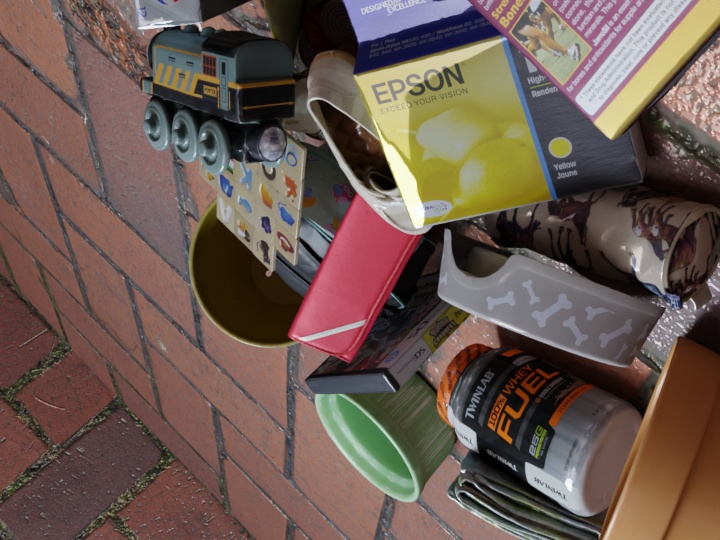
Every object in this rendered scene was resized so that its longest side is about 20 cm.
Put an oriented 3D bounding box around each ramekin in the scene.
[{"bbox_3d":[0.038,0.212,1.376,0.199,0.097,0.201,38,153,24],"label":"ramekin"}]

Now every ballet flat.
[{"bbox_3d":[-0.063,-0.156,0.919,0.199,0.074,0.069,22,119,53],"label":"ballet flat"}]

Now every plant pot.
[{"bbox_3d":[-0.100,-0.008,1.231,0.200,0.200,0.142,47,-179,5],"label":"plant pot"},{"bbox_3d":[0.293,0.173,0.819,0.138,0.201,0.201,21,146,16],"label":"plant pot"}]

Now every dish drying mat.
[{"bbox_3d":[0.000,0.000,0.965,0.076,0.018,0.202,24,117,-7],"label":"dish drying mat"}]

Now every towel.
[{"bbox_3d":[0.186,0.246,1.075,0.169,0.049,0.200,23,-173,11],"label":"towel"}]

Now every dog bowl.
[{"bbox_3d":[0.155,0.024,0.843,0.197,0.060,0.200,19,-176,-1],"label":"dog bowl"}]

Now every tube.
[{"bbox_3d":[-0.074,-0.277,0.948,0.051,0.059,0.201,24,152,6],"label":"tube"}]

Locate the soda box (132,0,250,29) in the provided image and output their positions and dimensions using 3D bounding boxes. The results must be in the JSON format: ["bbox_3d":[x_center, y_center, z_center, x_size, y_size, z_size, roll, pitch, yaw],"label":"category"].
[{"bbox_3d":[-0.148,-0.271,0.906,0.062,0.200,0.069,-2,110,10],"label":"soda box"}]

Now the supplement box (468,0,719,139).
[{"bbox_3d":[0.140,-0.205,0.603,0.200,0.103,0.131,47,142,7],"label":"supplement box"}]

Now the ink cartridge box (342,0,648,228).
[{"bbox_3d":[0.099,-0.140,0.753,0.195,0.047,0.202,-10,124,26],"label":"ink cartridge box"}]

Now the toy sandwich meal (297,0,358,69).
[{"bbox_3d":[0.003,-0.172,0.941,0.204,0.070,0.206,38,152,24],"label":"toy sandwich meal"}]

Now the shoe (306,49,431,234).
[{"bbox_3d":[0.009,-0.095,0.856,0.069,0.054,0.201,-17,130,24],"label":"shoe"}]

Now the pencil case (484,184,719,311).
[{"bbox_3d":[0.193,-0.032,0.810,0.199,0.077,0.091,23,130,44],"label":"pencil case"}]

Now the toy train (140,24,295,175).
[{"bbox_3d":[-0.128,-0.154,0.867,0.199,0.084,0.116,25,118,48],"label":"toy train"}]

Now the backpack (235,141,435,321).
[{"bbox_3d":[-0.033,-0.052,1.052,0.198,0.155,0.175,31,162,-20],"label":"backpack"}]

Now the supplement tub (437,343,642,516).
[{"bbox_3d":[0.182,0.158,1.035,0.199,0.122,0.124,25,145,41],"label":"supplement tub"}]

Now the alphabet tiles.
[{"bbox_3d":[-0.106,-0.103,0.944,0.166,0.006,0.202,41,141,32],"label":"alphabet tiles"}]

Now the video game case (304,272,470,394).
[{"bbox_3d":[0.044,0.064,1.065,0.026,0.181,0.199,52,155,-11],"label":"video game case"}]
